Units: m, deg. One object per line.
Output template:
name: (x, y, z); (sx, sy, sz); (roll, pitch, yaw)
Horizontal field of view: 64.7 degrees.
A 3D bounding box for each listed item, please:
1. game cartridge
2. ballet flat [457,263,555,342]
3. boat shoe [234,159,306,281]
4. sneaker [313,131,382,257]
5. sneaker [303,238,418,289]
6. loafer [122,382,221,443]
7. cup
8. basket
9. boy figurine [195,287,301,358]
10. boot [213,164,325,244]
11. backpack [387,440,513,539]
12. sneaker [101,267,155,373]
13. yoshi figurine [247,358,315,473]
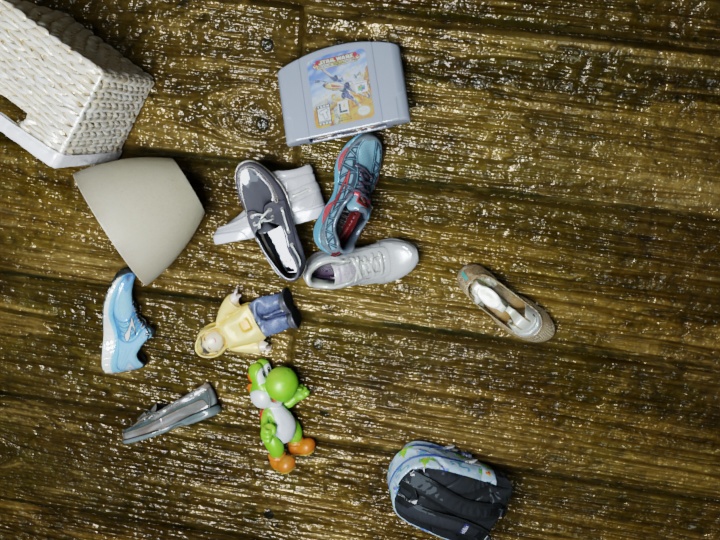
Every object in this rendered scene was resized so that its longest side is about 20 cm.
game cartridge: (-0.029, -0.275, 0.876); (0.196, 0.042, 0.136); (-10, 91, 9)
ballet flat: (0.244, 0.066, 0.950); (0.198, 0.065, 0.071); (33, 107, -4)
boat shoe: (-0.137, -0.075, 0.884); (0.072, 0.063, 0.203); (-22, 105, 2)
sneaker: (-0.003, -0.114, 0.892); (0.078, 0.095, 0.203); (15, 99, -29)
sneaker: (0.000, 0.000, 0.939); (0.196, 0.100, 0.076); (-10, 103, 7)
loafer: (-0.361, 0.270, 1.080); (0.196, 0.072, 0.064); (-19, 84, 4)
cup: (-0.337, -0.100, 0.913); (0.142, 0.200, 0.203); (-32, 102, -14)
basket: (-0.455, -0.279, 0.854); (0.197, 0.200, 0.162); (35, 105, -5)
boy figurine: (-0.208, 0.094, 1.007); (0.197, 0.065, 0.126); (-20, 106, 8)
boot: (-0.160, -0.112, 0.945); (0.196, 0.074, 0.097); (-16, 98, 2)
backpack: (0.144, 0.396, 1.027); (0.197, 0.154, 0.166); (14, 111, -21)
sneaker: (-0.417, 0.090, 1.034); (0.088, 0.079, 0.204); (5, 111, -15)
yoshi figurine: (-0.140, 0.256, 1.030); (0.110, 0.112, 0.204); (-19, 102, -5)
